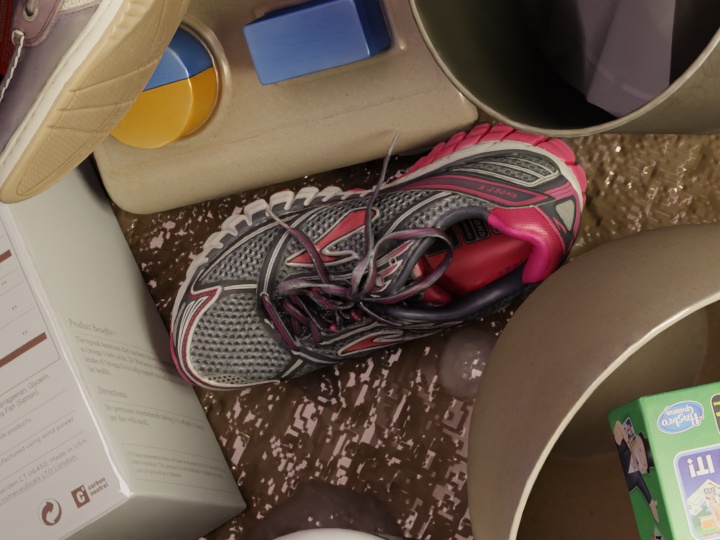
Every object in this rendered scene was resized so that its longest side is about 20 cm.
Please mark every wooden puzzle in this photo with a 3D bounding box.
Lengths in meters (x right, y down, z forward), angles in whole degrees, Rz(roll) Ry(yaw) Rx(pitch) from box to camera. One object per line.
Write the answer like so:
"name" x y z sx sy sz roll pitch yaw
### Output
"wooden puzzle" -0.063 -0.127 0.811 0.184 0.046 0.201 -12 108 24

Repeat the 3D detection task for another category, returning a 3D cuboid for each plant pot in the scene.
"plant pot" 0.122 0.063 0.724 0.200 0.200 0.135 -48 31 6

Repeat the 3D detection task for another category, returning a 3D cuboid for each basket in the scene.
"basket" 0.113 -0.123 0.734 0.135 0.200 0.182 3 85 24

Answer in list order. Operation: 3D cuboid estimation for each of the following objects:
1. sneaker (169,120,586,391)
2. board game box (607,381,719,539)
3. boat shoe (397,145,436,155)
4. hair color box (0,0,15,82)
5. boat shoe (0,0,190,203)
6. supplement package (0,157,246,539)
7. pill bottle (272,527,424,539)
"sneaker" 0.000 0.000 0.805 0.199 0.075 0.081 -26 112 22
"board game box" 0.192 0.092 0.625 0.199 0.029 0.135 -10 78 -17
"boat shoe" -0.028 -0.143 0.853 0.071 0.091 0.201 -35 70 11
"hair color box" -0.206 -0.120 0.857 0.101 0.200 0.062 2 80 21
"boat shoe" -0.109 -0.120 0.773 0.065 0.072 0.200 38 113 10
"supplement package" -0.159 0.044 0.853 0.117 0.117 0.201 -31 70 14
"pill bottle" 0.000 0.159 0.726 0.115 0.200 0.117 -4 79 20
